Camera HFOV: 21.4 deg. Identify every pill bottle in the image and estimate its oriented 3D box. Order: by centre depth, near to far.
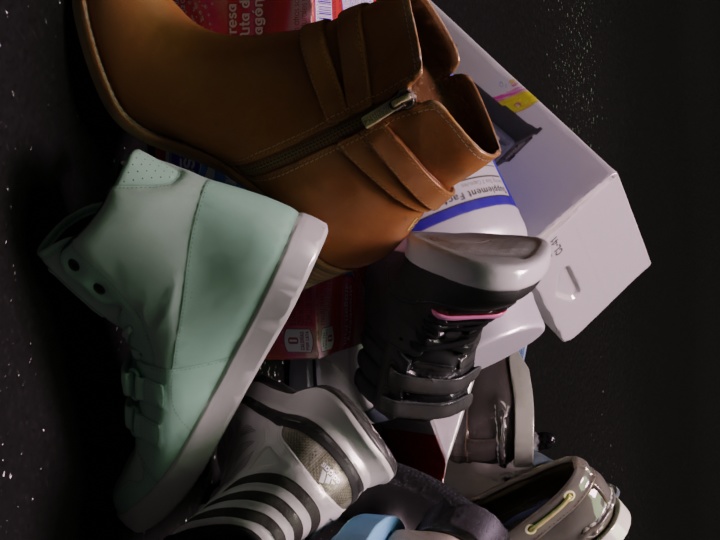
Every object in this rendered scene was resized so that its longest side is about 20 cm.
[{"bbox_3d":[0.029,-0.038,1.109,0.201,0.112,0.112,65,17,12],"label":"pill bottle"}]

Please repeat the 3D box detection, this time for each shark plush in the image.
[{"bbox_3d":[0.098,0.119,1.319,0.083,0.200,0.091,-17,97,-36],"label":"shark plush"}]

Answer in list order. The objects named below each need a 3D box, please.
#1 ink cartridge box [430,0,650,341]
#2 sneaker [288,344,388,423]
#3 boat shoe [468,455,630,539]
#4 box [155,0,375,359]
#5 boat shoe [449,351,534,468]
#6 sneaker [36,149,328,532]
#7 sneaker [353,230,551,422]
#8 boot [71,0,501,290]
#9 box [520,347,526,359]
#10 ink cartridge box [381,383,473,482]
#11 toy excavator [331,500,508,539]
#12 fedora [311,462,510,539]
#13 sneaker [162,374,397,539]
[{"bbox_3d":[0.087,-0.068,1.249,0.086,0.200,0.148,-42,151,-4],"label":"ink cartridge box"},{"bbox_3d":[0.000,0.000,1.190,0.073,0.070,0.201,9,81,-69],"label":"sneaker"},{"bbox_3d":[0.075,0.178,1.243,0.060,0.201,0.072,54,25,-23],"label":"boat shoe"},{"bbox_3d":[-0.049,-0.056,1.022,0.100,0.095,0.201,-14,104,-69],"label":"box"},{"bbox_3d":[0.080,0.060,1.299,0.201,0.060,0.072,-93,180,-59],"label":"boat shoe"},{"bbox_3d":[-0.106,0.030,0.914,0.201,0.118,0.074,-62,-177,30],"label":"sneaker"},{"bbox_3d":[0.045,0.030,0.950,0.200,0.070,0.100,-171,-96,-76],"label":"sneaker"},{"bbox_3d":[-0.035,-0.096,0.905,0.200,0.154,0.074,55,34,-6],"label":"boot"},{"bbox_3d":[0.088,0.019,1.474,0.200,0.040,0.137,67,29,-47],"label":"box"},{"bbox_3d":[0.030,0.083,1.229,0.161,0.050,0.201,164,-53,-79],"label":"ink cartridge box"},{"bbox_3d":[-0.025,0.205,0.933,0.100,0.199,0.195,-51,137,-52],"label":"toy excavator"},{"bbox_3d":[-0.002,0.195,1.074,0.201,0.200,0.092,-62,174,-51],"label":"fedora"},{"bbox_3d":[-0.065,0.115,0.956,0.115,0.200,0.076,-39,95,-18],"label":"sneaker"}]
